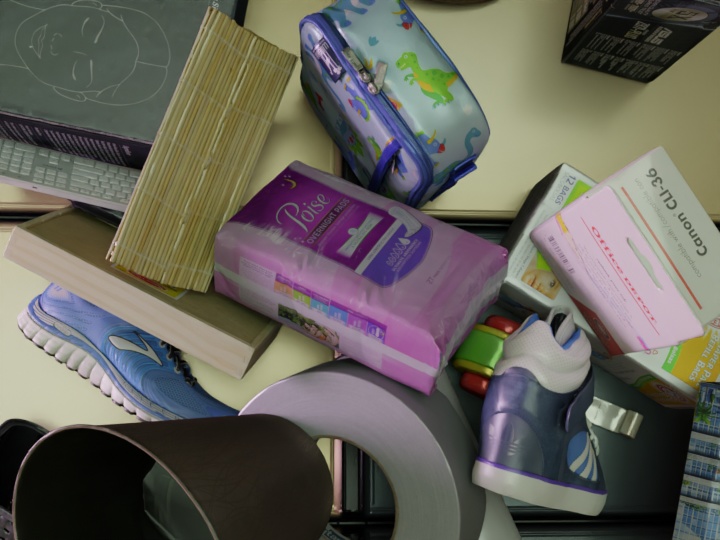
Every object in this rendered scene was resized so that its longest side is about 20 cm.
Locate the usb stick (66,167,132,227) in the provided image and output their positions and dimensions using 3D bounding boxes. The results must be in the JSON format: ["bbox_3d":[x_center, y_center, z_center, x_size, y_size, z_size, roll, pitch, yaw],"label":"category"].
[{"bbox_3d":[-0.143,-0.031,0.967,0.199,0.056,0.033,25,118,-2],"label":"usb stick"}]

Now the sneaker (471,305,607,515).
[{"bbox_3d":[0.155,0.105,0.907,0.080,0.200,0.147,14,85,30],"label":"sneaker"}]

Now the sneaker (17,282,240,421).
[{"bbox_3d":[-0.170,0.066,0.938,0.200,0.079,0.089,35,83,0],"label":"sneaker"}]

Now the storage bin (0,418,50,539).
[{"bbox_3d":[-0.216,0.213,0.874,0.200,0.135,0.094,33,102,-1],"label":"storage bin"}]

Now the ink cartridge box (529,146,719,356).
[{"bbox_3d":[0.195,-0.010,0.817,0.067,0.200,0.117,-33,87,-7],"label":"ink cartridge box"}]

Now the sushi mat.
[{"bbox_3d":[-0.115,-0.085,0.875,0.012,0.096,0.201,20,87,40],"label":"sushi mat"}]

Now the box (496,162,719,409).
[{"bbox_3d":[0.212,0.017,0.968,0.200,0.101,0.113,32,82,-1],"label":"box"}]

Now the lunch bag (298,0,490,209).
[{"bbox_3d":[0.022,-0.126,0.918,0.082,0.200,0.161,-36,88,-8],"label":"lunch bag"}]

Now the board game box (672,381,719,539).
[{"bbox_3d":[0.319,0.192,0.935,0.200,0.062,0.201,6,93,-49],"label":"board game box"}]

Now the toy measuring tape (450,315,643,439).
[{"bbox_3d":[0.146,0.089,0.969,0.199,0.074,0.074,25,81,-2],"label":"toy measuring tape"}]

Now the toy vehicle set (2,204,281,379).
[{"bbox_3d":[-0.160,0.011,0.915,0.199,0.124,0.027,27,104,3],"label":"toy vehicle set"}]

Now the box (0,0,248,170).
[{"bbox_3d":[-0.197,-0.192,0.944,0.196,0.124,0.201,11,83,-3],"label":"box"}]

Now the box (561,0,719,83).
[{"bbox_3d":[0.241,-0.263,0.956,0.086,0.200,0.165,12,82,-4],"label":"box"}]

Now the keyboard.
[{"bbox_3d":[-0.198,-0.069,0.943,0.199,0.011,0.056,13,38,-16],"label":"keyboard"}]

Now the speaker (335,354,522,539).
[{"bbox_3d":[0.055,0.146,0.948,0.081,0.081,0.201,-24,85,-8],"label":"speaker"}]

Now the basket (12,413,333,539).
[{"bbox_3d":[-0.106,0.169,0.794,0.136,0.200,0.181,-42,77,19],"label":"basket"}]

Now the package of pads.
[{"bbox_3d":[0.000,0.000,0.897,0.199,0.076,0.121,25,47,19],"label":"package of pads"}]

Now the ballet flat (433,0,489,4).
[{"bbox_3d":[0.038,-0.278,1.004,0.199,0.072,0.068,16,82,-3],"label":"ballet flat"}]

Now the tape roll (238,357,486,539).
[{"bbox_3d":[-0.008,0.169,0.899,0.199,0.066,0.201,3,98,23],"label":"tape roll"}]
